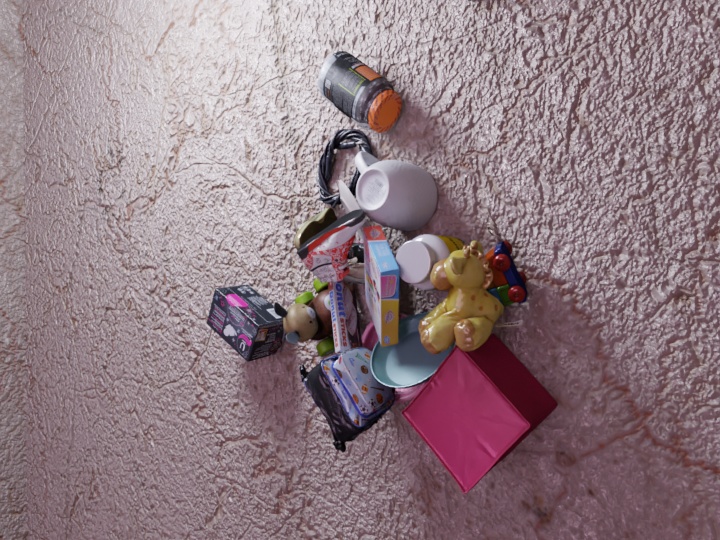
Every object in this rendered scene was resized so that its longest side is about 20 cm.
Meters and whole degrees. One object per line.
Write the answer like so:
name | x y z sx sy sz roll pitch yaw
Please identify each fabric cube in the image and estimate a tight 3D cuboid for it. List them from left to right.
fabric cube | 0.238 0.275 1.100 0.197 0.197 0.202 47 115 23

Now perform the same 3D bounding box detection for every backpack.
backpack | -0.011 0.260 1.222 0.153 0.189 0.204 -36 76 25

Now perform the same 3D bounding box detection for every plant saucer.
plant saucer | 0.088 0.202 1.295 0.195 0.050 0.209 1 92 36
plant saucer | 0.114 0.175 1.168 0.195 0.203 0.036 -7 130 35

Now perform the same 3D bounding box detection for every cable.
cable | -0.051 -0.257 1.390 0.199 0.050 0.166 -41 68 29

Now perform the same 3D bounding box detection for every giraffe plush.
giraffe plush | 0.190 0.040 1.029 0.193 0.173 0.168 -15 103 8

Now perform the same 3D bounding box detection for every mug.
mug | 0.058 -0.190 1.237 0.148 0.173 0.202 -46 66 25

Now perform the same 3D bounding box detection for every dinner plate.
dinner plate | -0.005 -0.115 1.280 0.024 0.201 0.203 -31 70 -2

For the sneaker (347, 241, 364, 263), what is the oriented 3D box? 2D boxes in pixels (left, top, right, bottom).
sneaker | -0.060 -0.038 1.373 0.194 0.094 0.082 5 91 33

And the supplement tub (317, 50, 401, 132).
supplement tub | -0.001 -0.421 1.311 0.200 0.121 0.125 43 113 27

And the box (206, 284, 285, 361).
box | -0.312 0.142 1.529 0.198 0.130 0.118 34 112 30

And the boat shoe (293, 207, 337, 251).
boat shoe | -0.119 -0.094 1.355 0.061 0.202 0.075 -12 115 27

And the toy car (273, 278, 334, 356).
toy car | -0.130 0.116 1.358 0.157 0.197 0.168 -40 69 28

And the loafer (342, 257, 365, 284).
loafer | 0.000 0.000 1.318 0.193 0.072 0.065 13 82 2

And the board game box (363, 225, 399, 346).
board game box | 0.044 0.034 1.180 0.155 0.039 0.205 -110 14 -50

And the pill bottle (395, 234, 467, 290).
pill bottle | 0.154 -0.017 1.156 0.108 0.197 0.116 1 91 34

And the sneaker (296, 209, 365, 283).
sneaker | -0.041 -0.047 1.217 0.198 0.068 0.109 -29 107 31

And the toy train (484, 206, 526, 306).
toy train | 0.250 -0.016 1.113 0.113 0.085 0.204 -23 104 27

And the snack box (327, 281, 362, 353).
snack box | -0.039 0.101 1.339 0.024 0.070 0.207 -33 56 43
